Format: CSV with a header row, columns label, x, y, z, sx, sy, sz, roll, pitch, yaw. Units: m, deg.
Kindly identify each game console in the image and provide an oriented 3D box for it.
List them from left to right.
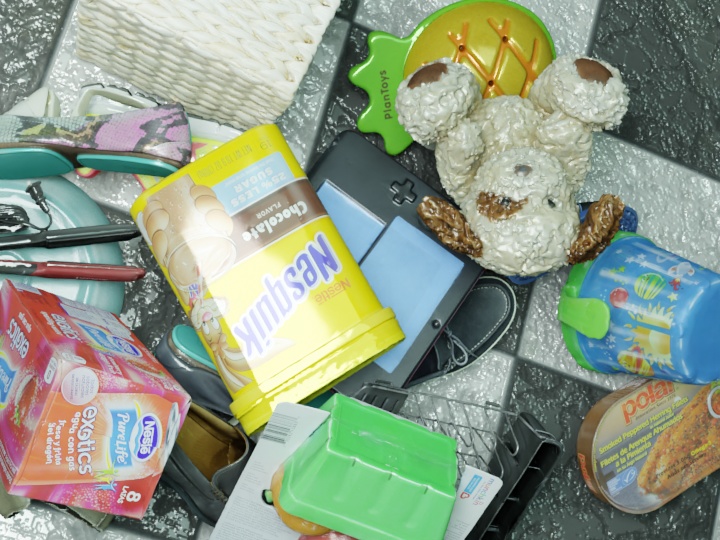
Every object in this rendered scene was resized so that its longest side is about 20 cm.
label,x,y,z,sx,sy,sz,roll,pitch,yaw
game console,0.000,0.000,0.916,0.176,0.031,0.201,37,72,0

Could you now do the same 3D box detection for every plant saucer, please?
label,x,y,z,sx,sy,sz,roll,pitch,yaw
plant saucer,-0.292,0.005,0.875,0.196,0.036,0.204,3,79,-17

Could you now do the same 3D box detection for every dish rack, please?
label,x,y,z,sx,sy,sz,roll,pitch,yaw
dish rack,0.053,0.170,0.895,0.197,0.055,0.155,15,116,-26

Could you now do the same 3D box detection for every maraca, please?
label,x,y,z,sx,sy,sz,roll,pitch,yaw
maraca,0.088,-0.177,0.990,0.196,0.107,0.140,-13,107,-5

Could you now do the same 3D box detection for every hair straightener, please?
label,x,y,z,sx,sy,sz,roll,pitch,yaw
hair straightener,-0.271,-0.032,0.854,0.196,0.041,0.079,1,80,-13

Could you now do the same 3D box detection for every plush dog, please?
label,x,y,z,sx,sy,sz,roll,pitch,yaw
plush dog,0.127,-0.071,0.897,0.196,0.162,0.174,-1,54,0

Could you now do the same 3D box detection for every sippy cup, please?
label,x,y,z,sx,sy,sz,roll,pitch,yaw
sippy cup,0.274,0.042,0.972,0.177,0.130,0.141,-37,118,-22

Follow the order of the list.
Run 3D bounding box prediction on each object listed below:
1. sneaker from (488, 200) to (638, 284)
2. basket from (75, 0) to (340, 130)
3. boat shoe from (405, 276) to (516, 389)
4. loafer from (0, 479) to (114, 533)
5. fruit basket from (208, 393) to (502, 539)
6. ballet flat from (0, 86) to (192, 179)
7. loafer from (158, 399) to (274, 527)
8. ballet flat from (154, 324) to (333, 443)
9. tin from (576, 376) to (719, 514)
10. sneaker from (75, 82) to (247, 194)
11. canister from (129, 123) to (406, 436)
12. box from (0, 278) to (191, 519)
label,x,y,z,sx,sy,sz,roll,pitch,yaw
sneaker,0.182,-0.039,1.015,0.198,0.078,0.071,-10,120,-39
basket,-0.119,-0.229,0.887,0.197,0.198,0.163,25,78,-12
boat shoe,0.064,0.063,0.963,0.197,0.062,0.076,-25,87,-20
loafer,-0.274,0.157,0.833,0.197,0.075,0.071,18,71,-14
fruit basket,-0.011,0.192,0.834,0.182,0.201,0.095,21,41,-9
ballet flat,-0.229,-0.111,0.853,0.196,0.069,0.073,0,77,7
loafer,-0.113,0.158,0.862,0.199,0.072,0.074,34,49,-30
ballet flat,-0.088,0.113,0.908,0.197,0.073,0.074,26,74,-15
tin,0.293,0.151,1.024,0.198,0.042,0.114,-25,103,-20
sneaker,-0.154,-0.088,0.920,0.196,0.078,0.092,17,84,-8
canister,-0.076,0.005,0.842,0.147,0.087,0.202,-30,83,-7
box,-0.211,0.088,0.770,0.099,0.199,0.097,21,94,-32
